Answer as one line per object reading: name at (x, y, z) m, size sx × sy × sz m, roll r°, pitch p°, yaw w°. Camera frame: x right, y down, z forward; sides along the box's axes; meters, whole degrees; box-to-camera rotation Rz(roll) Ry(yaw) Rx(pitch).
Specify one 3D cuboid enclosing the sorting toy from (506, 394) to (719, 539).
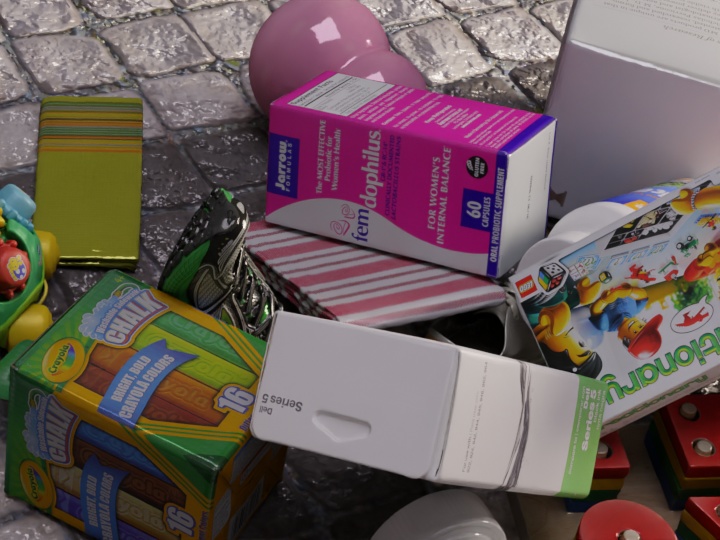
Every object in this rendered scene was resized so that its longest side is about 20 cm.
sorting toy at (0.214, 0.169, 1.297) m, size 0.199 × 0.070 × 0.199 m, roll 1°, pitch 42°, yaw -14°

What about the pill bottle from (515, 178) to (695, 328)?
pill bottle at (0.206, -0.002, 1.423) m, size 0.112 × 0.112 × 0.200 m, roll 38°, pitch 31°, yaw 26°

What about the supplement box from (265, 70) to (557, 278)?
supplement box at (0.037, -0.077, 1.437) m, size 0.199 × 0.102 × 0.103 m, roll 14°, pitch 26°, yaw 24°

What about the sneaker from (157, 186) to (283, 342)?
sneaker at (-0.087, 0.013, 1.300) m, size 0.085 × 0.200 × 0.078 m, roll 23°, pitch 63°, yaw 9°

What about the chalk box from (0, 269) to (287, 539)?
chalk box at (-0.157, 0.094, 1.245) m, size 0.199 × 0.124 × 0.125 m, roll 25°, pitch 42°, yaw 13°

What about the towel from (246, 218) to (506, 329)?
towel at (0.000, 0.000, 1.423) m, size 0.146 × 0.030 × 0.200 m, roll -12°, pitch 28°, yaw -27°

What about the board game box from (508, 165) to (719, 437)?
board game box at (0.214, 0.017, 1.277) m, size 0.199 × 0.035 × 0.127 m, roll -29°, pitch 65°, yaw 13°

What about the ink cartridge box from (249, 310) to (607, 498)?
ink cartridge box at (0.048, 0.089, 1.208) m, size 0.145 × 0.084 × 0.200 m, roll 10°, pitch -4°, yaw 34°

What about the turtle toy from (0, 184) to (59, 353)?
turtle toy at (-0.287, 0.005, 1.328) m, size 0.145 × 0.101 × 0.201 m, roll 4°, pitch 44°, yaw -10°

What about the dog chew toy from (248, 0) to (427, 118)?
dog chew toy at (0.000, -0.140, 1.557) m, size 0.124 × 0.125 × 0.200 m, roll -29°, pitch 63°, yaw -38°

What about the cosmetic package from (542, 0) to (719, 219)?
cosmetic package at (0.242, -0.147, 1.576) m, size 0.166 × 0.168 × 0.200 m, roll 16°, pitch 37°, yaw 4°

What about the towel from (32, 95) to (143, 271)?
towel at (-0.218, -0.072, 1.502) m, size 0.086 × 0.018 × 0.201 m, roll 0°, pitch 43°, yaw -6°

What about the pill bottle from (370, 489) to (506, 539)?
pill bottle at (0.084, 0.238, 1.155) m, size 0.109 × 0.110 × 0.200 m, roll -12°, pitch 46°, yaw -25°

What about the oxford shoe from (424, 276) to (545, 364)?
oxford shoe at (0.116, 0.037, 1.431) m, size 0.075 × 0.058 × 0.200 m, roll 36°, pitch 45°, yaw 27°
